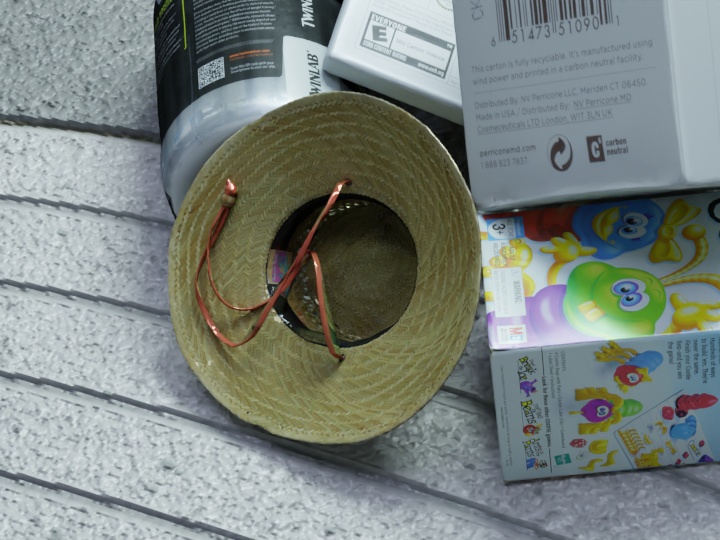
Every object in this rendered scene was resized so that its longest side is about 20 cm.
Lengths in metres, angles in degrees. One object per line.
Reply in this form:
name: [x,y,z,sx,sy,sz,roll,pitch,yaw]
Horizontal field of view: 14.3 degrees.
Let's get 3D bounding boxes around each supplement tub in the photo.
supplement tub: [-0.058,-0.114,1.659,0.122,0.123,0.200,-7,47,1]

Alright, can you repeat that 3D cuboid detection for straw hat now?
straw hat: [0.000,0.000,1.554,0.201,0.201,0.085,29,12,31]

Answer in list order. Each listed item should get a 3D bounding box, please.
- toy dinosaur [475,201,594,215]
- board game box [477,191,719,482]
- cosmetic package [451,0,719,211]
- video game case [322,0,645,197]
toy dinosaur: [0.104,-0.022,1.604,0.200,0.047,0.088,-17,40,-13]
board game box: [0.166,0.031,1.502,0.200,0.105,0.103,-5,46,2]
cosmetic package: [0.175,-0.124,1.504,0.200,0.165,0.165,-6,1,-38]
video game case: [0.097,-0.157,1.624,0.200,0.023,0.182,21,67,-7]
